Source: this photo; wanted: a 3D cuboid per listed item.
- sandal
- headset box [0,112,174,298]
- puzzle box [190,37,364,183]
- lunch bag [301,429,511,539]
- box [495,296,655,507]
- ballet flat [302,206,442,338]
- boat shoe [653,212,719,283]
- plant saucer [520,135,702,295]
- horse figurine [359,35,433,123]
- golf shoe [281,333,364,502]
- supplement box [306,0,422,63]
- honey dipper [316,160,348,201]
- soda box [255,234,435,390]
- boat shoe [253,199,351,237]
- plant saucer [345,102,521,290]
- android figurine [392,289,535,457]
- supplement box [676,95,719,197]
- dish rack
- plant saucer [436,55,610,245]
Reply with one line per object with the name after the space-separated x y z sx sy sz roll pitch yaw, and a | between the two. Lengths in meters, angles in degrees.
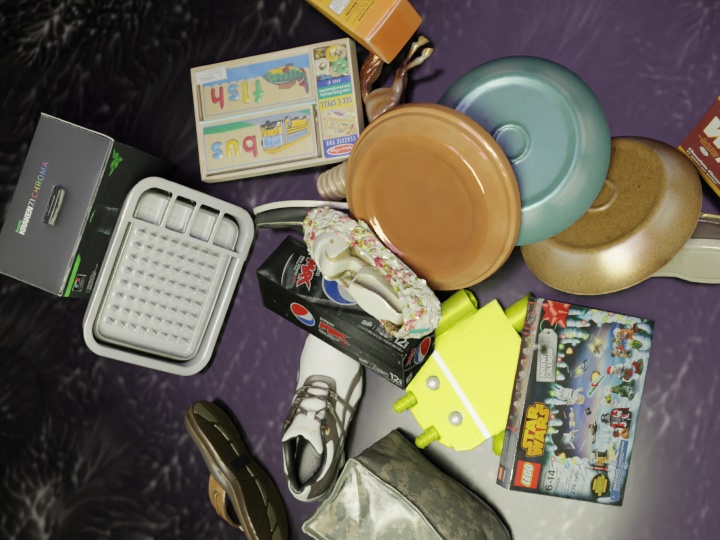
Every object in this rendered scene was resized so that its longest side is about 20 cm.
-0.145 0.241 1.387 0.054 0.082 0.201 -37 83 23 | sandal
-0.304 -0.065 1.367 0.092 0.200 0.176 20 90 12 | headset box
-0.094 -0.179 1.410 0.197 0.025 0.135 -8 86 17 | puzzle box
0.063 0.278 1.295 0.199 0.164 0.118 37 103 12 | lunch bag
0.227 0.138 1.311 0.135 0.040 0.203 10 89 -16 | box
0.000 0.000 1.279 0.199 0.064 0.076 37 127 27 | ballet flat
0.308 -0.035 1.321 0.198 0.072 0.060 7 49 23 | boat shoe
0.251 -0.069 1.288 0.198 0.035 0.202 -18 49 21 | plant saucer
0.057 -0.174 1.365 0.133 0.050 0.200 -48 64 16 | horse figurine
-0.043 0.154 1.362 0.077 0.094 0.203 4 86 12 | golf shoe
-0.027 -0.313 1.367 0.200 0.066 0.069 40 94 27 | supplement box
0.026 -0.119 1.332 0.199 0.038 0.038 -23 81 47 | honey dipper
-0.016 0.043 1.344 0.199 0.071 0.063 29 60 23 | soda box
-0.025 -0.043 1.379 0.197 0.072 0.069 6 87 8 | boat shoe
0.067 -0.069 1.271 0.198 0.037 0.203 14 119 26 | plant saucer
0.130 0.116 1.359 0.199 0.041 0.183 -32 82 6 | android figurine
0.445 -0.160 1.216 0.200 0.197 0.133 -40 81 -6 | supplement box
-0.219 0.006 1.384 0.043 0.171 0.202 19 90 48 | dish rack
0.156 -0.128 1.279 0.197 0.036 0.203 -2 81 16 | plant saucer
